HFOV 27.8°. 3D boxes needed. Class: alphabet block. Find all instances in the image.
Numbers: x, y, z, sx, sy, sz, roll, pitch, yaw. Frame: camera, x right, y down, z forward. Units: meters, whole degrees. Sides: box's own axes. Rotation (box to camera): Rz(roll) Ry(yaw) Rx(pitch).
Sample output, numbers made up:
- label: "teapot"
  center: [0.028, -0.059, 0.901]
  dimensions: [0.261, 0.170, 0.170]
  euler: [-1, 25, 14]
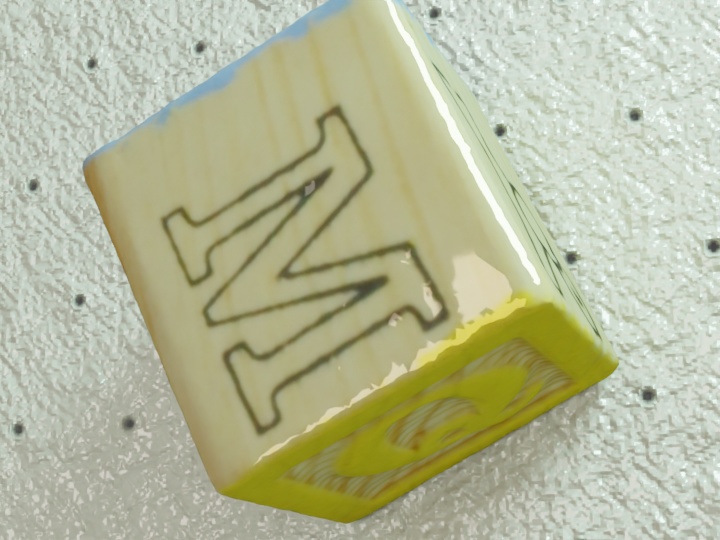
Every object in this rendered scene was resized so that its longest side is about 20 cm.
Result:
- label: "alphabet block"
  center: [0.000, 0.000, 0.798]
  dimensions: [0.196, 0.195, 0.201]
  euler: [-31, 67, 12]
